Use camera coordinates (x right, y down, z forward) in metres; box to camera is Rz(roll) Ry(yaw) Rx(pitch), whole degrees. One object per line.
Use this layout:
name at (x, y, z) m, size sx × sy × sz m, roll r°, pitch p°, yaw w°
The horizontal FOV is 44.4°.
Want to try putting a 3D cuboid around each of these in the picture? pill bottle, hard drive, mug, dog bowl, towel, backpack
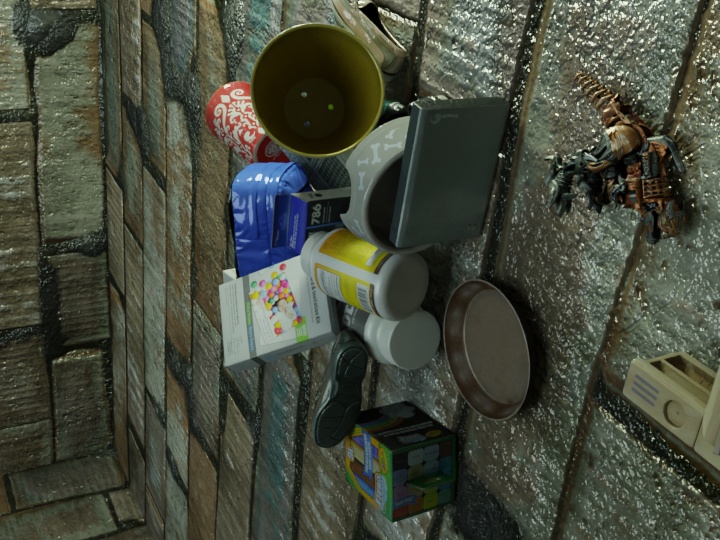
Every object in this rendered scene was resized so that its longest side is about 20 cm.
pill bottle at (0.000, 0.000, 1.351) m, size 0.200 × 0.109 × 0.109 m, roll 21°, pitch 117°, yaw 42°
hard drive at (0.117, -0.131, 1.179) m, size 0.033 × 0.139 × 0.200 m, roll 48°, pitch 138°, yaw 47°
mug at (-0.210, -0.299, 1.768) m, size 0.200 × 0.133 × 0.178 m, roll 46°, pitch 138°, yaw 43°
dog bowl at (0.068, -0.110, 1.227) m, size 0.059 × 0.200 × 0.200 m, roll 50°, pitch 139°, yaw 47°
pill bottle at (0.036, 0.085, 1.427) m, size 0.200 × 0.114 × 0.114 m, roll 23°, pitch 118°, yaw 58°
towel at (-0.054, -0.196, 1.534) m, size 0.200 × 0.035 × 0.193 m, roll 51°, pitch 151°, yaw 7°
backpack at (-0.139, -0.094, 1.568) m, size 0.163 × 0.167 × 0.200 m, roll -64°, pitch -32°, yaw -66°

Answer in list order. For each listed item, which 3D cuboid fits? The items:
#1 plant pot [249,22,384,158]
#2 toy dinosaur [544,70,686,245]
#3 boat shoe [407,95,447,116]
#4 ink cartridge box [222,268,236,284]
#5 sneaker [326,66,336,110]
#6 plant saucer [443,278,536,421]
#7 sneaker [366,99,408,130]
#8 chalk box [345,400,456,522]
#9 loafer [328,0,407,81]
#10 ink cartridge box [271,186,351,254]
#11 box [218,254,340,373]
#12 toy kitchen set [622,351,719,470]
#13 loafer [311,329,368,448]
plant pot at (-0.070, -0.265, 1.373) m, size 0.142 × 0.200 × 0.201 m, roll 175°, pitch 86°, yaw -84°
toy dinosaur at (0.280, -0.120, 0.958) m, size 0.136 × 0.102 × 0.200 m, roll -34°, pitch 48°, yaw 44°
boat shoe at (0.090, -0.158, 1.306) m, size 0.073 × 0.063 × 0.200 m, roll 38°, pitch 131°, yaw 52°
ink cartridge box at (-0.137, 0.036, 1.650) m, size 0.146 × 0.200 × 0.085 m, roll 27°, pitch 124°, yaw 58°
sneaker at (-0.032, -0.308, 1.506) m, size 0.200 × 0.074 × 0.084 m, roll 110°, pitch 172°, yaw -52°
plant saucer at (0.185, 0.109, 1.238) m, size 0.200 × 0.034 × 0.201 m, roll 25°, pitch 119°, yaw 58°
sneaker at (0.043, -0.165, 1.383) m, size 0.080 × 0.071 × 0.200 m, roll -151°, pitch 58°, yaw -62°
chalk box at (0.074, 0.310, 1.411) m, size 0.200 × 0.125 × 0.124 m, roll 28°, pitch 122°, yaw 58°
loafer at (0.015, -0.391, 1.389) m, size 0.063 × 0.072 × 0.200 m, roll -43°, pitch 65°, yaw 38°
ink cartridge box at (-0.045, -0.082, 1.438) m, size 0.039 × 0.200 × 0.100 m, roll 47°, pitch 139°, yaw 49°
box at (-0.137, 0.068, 1.471) m, size 0.041 × 0.200 × 0.156 m, roll 44°, pitch -148°, yaw -56°
toy kitchen set at (0.326, 0.083, 0.820) m, size 0.180 × 0.163 × 0.200 m, roll 43°, pitch 134°, yaw 50°
loafer at (-0.034, 0.189, 1.414) m, size 0.063 × 0.072 × 0.200 m, roll -120°, pitch 42°, yaw -57°
